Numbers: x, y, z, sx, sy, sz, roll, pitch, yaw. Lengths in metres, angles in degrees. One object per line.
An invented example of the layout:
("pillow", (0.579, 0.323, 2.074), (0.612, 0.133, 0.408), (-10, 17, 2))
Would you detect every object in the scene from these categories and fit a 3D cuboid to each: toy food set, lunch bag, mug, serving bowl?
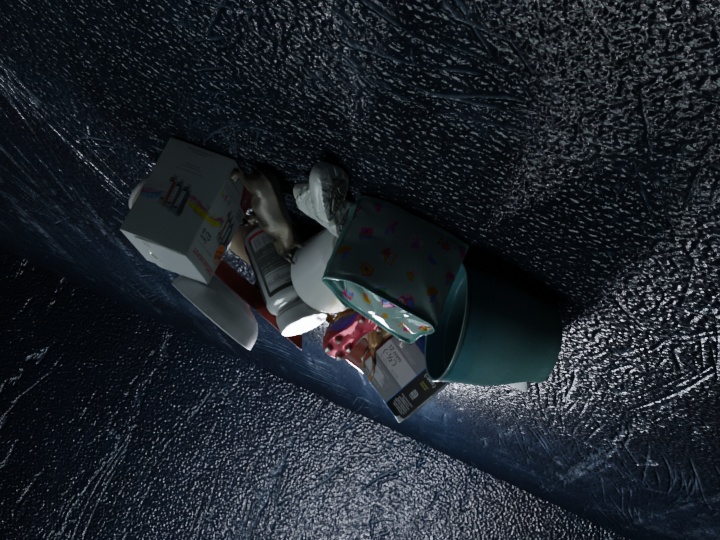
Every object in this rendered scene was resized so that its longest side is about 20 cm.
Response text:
("toy food set", (-0.256, -0.087, 1.796), (0.143, 0.061, 0.200), (38, 162, 2))
("lunch bag", (0.047, -0.007, 1.363), (0.198, 0.172, 0.122), (29, 156, -9))
("mug", (-0.019, -0.017, 1.533), (0.184, 0.152, 0.153), (0, 162, -20))
("serving bowl", (-0.269, 0.065, 1.645), (0.200, 0.066, 0.200), (41, 173, 6))

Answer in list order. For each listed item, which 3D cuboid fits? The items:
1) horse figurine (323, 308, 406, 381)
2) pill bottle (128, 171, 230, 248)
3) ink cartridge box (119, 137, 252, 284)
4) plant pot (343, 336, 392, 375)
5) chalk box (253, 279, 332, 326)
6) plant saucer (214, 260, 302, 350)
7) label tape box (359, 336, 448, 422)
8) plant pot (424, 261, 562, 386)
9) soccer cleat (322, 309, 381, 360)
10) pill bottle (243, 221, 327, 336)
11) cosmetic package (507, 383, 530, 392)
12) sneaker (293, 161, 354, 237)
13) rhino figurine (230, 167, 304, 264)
("horse figurine", (0.001, 0.110, 1.612), (0.050, 0.134, 0.200), (-5, -143, -47))
("pill bottle", (-0.357, -0.097, 1.693), (0.200, 0.116, 0.116), (45, 166, 10))
("ink cartridge box", (-0.311, -0.105, 1.550), (0.143, 0.202, 0.146), (21, 163, 15))
("plant pot", (0.079, 0.179, 1.864), (0.194, 0.202, 0.201), (31, 165, 12))
("chalk box", (-0.129, 0.017, 1.781), (0.198, 0.125, 0.125), (17, 162, 32))
("plant saucer", (-0.213, 0.062, 1.752), (0.199, 0.037, 0.200), (36, 172, 38))
("label tape box", (0.114, 0.188, 1.718), (0.144, 0.200, 0.066), (52, -158, 14))
("plant pot", (0.226, 0.103, 1.419), (0.185, 0.203, 0.200), (13, 166, -11))
("soccer cleat", (0.008, 0.085, 1.531), (0.199, 0.077, 0.067), (-38, 120, 24))
("pill bottle", (-0.141, 0.015, 1.632), (0.114, 0.112, 0.202), (85, 163, -71))
("cosmetic package", (0.242, 0.136, 1.603), (0.197, 0.114, 0.081), (18, 162, 21))
("sneaker", (-0.071, -0.120, 1.375), (0.098, 0.079, 0.200), (25, 163, 14))
("rhino figurine", (-0.156, -0.093, 1.502), (0.087, 0.060, 0.202), (11, 130, 48))
